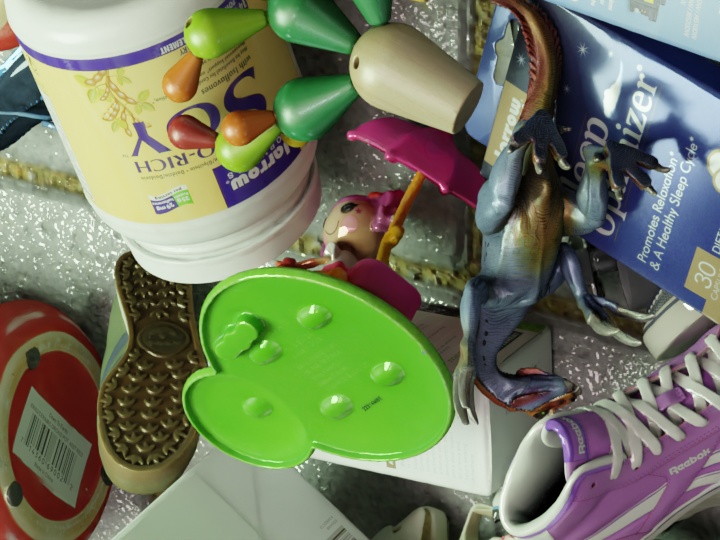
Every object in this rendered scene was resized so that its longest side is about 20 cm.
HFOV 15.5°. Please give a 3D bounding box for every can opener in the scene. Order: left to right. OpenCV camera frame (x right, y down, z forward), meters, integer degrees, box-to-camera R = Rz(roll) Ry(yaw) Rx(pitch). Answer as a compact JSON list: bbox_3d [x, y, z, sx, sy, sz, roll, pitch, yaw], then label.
[{"bbox_3d":[0.128,-0.073,1.468,0.067,0.053,0.201,-10,107,4],"label":"can opener"}]

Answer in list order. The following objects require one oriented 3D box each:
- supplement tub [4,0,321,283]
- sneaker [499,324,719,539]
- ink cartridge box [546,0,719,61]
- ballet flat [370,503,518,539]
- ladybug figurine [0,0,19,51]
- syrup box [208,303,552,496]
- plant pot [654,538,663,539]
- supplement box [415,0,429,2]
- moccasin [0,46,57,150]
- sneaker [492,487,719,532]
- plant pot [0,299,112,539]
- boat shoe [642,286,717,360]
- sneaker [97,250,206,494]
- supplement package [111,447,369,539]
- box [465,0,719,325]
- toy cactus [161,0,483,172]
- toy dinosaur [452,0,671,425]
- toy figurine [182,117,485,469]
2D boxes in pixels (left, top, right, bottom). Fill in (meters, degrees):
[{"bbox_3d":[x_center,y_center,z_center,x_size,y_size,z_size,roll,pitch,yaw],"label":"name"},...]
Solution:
[{"bbox_3d":[-0.107,-0.106,1.517,0.145,0.146,0.200,10,138,32],"label":"supplement tub"},{"bbox_3d":[0.158,0.082,1.400,0.201,0.114,0.073,-47,55,15],"label":"sneaker"},{"bbox_3d":[0.201,-0.159,1.310,0.199,0.136,0.077,22,123,26],"label":"ink cartridge box"},{"bbox_3d":[0.061,0.175,1.617,0.199,0.076,0.064,-4,77,32],"label":"ballet flat"},{"bbox_3d":[-0.197,-0.216,1.571,0.136,0.072,0.201,20,93,63],"label":"ladybug figurine"},{"bbox_3d":[0.011,0.067,1.583,0.199,0.079,0.082,11,116,31],"label":"syrup box"},{"bbox_3d":[0.150,0.289,1.478,0.199,0.193,0.201,9,126,13],"label":"plant pot"},{"bbox_3d":[0.007,-0.258,1.435,0.110,0.086,0.201,11,117,31],"label":"supplement box"},{"bbox_3d":[-0.173,-0.123,1.629,0.068,0.080,0.200,50,131,0],"label":"moccasin"},{"bbox_3d":[0.165,0.111,1.502,0.199,0.072,0.073,-17,65,29],"label":"sneaker"},{"bbox_3d":[-0.270,0.107,1.731,0.182,0.200,0.201,-4,108,27],"label":"plant pot"},{"bbox_3d":[0.201,-0.042,1.416,0.200,0.075,0.093,-48,67,36],"label":"boat shoe"},{"bbox_3d":[-0.129,0.082,1.638,0.067,0.201,0.090,2,131,-5],"label":"sneaker"},{"bbox_3d":[-0.061,0.223,1.566,0.200,0.156,0.111,44,136,6],"label":"supplement package"},{"bbox_3d":[0.133,-0.072,1.386,0.200,0.032,0.122,34,128,29],"label":"box"},{"bbox_3d":[-0.012,-0.122,1.380,0.165,0.102,0.201,31,109,13],"label":"toy cactus"},{"bbox_3d":[0.097,-0.009,1.399,0.105,0.201,0.182,7,146,-15],"label":"toy dinosaur"},{"bbox_3d":[0.000,0.000,1.500,0.150,0.184,0.200,37,141,-13],"label":"toy figurine"}]
